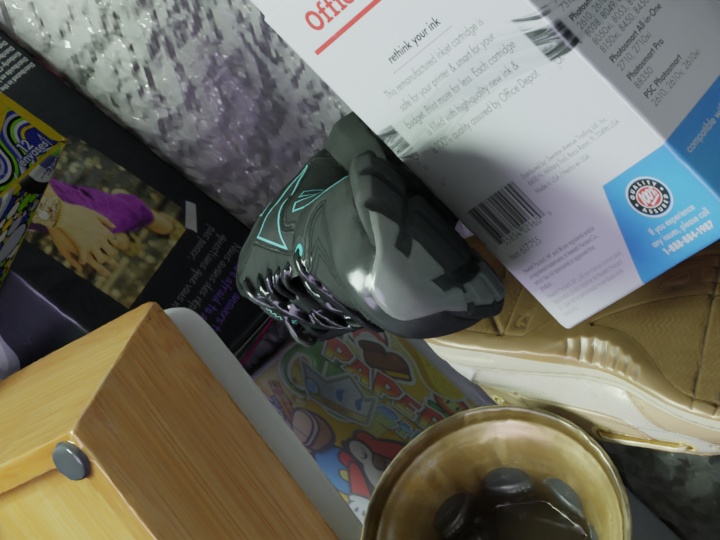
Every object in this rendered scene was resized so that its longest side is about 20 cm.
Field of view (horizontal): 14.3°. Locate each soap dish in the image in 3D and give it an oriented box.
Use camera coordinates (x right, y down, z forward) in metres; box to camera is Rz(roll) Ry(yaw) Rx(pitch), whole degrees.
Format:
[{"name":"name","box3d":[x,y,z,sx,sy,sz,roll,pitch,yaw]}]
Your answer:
[{"name":"soap dish","box3d":[-0.073,0.122,1.127,0.200,0.081,0.157,53,140,-9]}]

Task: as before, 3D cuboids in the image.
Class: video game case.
[{"name":"video game case","box3d":[0.038,0.101,1.250,0.200,0.023,0.182,44,146,-3]}]

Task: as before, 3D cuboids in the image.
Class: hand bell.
[{"name":"hand bell","box3d":[0.080,0.134,1.141,0.104,0.104,0.200,22,167,26]}]

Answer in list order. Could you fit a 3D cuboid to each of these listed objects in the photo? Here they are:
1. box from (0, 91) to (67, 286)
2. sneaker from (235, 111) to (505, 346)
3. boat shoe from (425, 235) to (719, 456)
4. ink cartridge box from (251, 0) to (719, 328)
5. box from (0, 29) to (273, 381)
[{"name":"box","box3d":[-0.189,0.012,1.143,0.064,0.070,0.200,36,133,7]},{"name":"sneaker","box3d":[0.000,0.000,1.037,0.075,0.079,0.200,46,-174,-9]},{"name":"boat shoe","box3d":[0.117,0.033,1.065,0.200,0.074,0.069,14,154,35]},{"name":"ink cartridge box","box3d":[0.048,-0.087,0.991,0.200,0.068,0.116,45,145,-7]},{"name":"box","box3d":[-0.147,0.000,1.231,0.200,0.106,0.122,39,136,3]}]
